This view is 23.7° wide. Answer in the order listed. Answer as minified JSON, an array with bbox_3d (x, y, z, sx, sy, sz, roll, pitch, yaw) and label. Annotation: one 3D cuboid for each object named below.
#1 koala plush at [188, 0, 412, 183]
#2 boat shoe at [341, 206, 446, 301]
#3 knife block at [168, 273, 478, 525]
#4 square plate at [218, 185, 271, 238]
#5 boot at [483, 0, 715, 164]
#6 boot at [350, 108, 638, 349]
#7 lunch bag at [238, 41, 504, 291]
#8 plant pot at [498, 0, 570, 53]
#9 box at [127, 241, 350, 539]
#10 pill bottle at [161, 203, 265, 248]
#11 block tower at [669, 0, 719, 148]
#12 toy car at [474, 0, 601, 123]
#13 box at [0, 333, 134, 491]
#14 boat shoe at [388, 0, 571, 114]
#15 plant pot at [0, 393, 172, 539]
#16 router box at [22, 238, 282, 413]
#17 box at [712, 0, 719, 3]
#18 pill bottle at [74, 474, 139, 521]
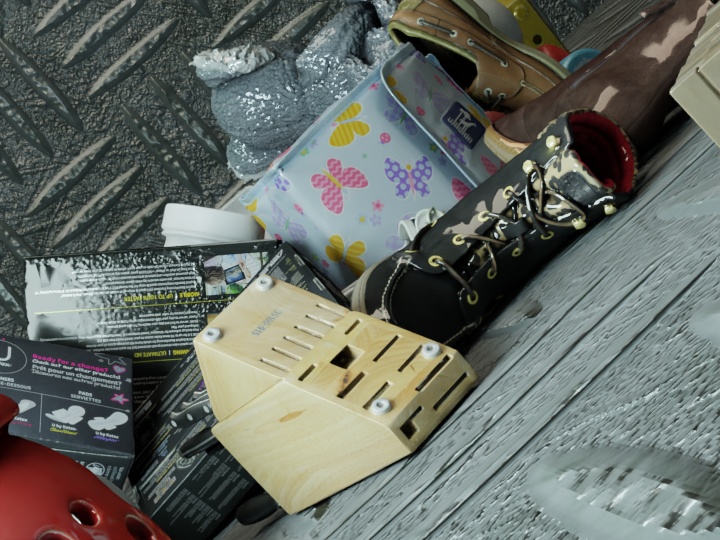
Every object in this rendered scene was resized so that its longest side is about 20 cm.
[{"bbox_3d":[-0.045,-0.167,1.550,0.200,0.178,0.184,-13,47,1],"label":"koala plush"},{"bbox_3d":[0.056,-0.016,1.282,0.200,0.067,0.074,-43,4,-17],"label":"boat shoe"},{"bbox_3d":[-0.023,0.097,0.968,0.200,0.176,0.064,20,50,33],"label":"knife block"},{"bbox_3d":[-0.077,0.020,1.540,0.198,0.200,0.028,-45,-27,-41],"label":"square plate"},{"bbox_3d":[0.173,-0.123,1.192,0.166,0.072,0.200,-48,15,3],"label":"boot"},{"bbox_3d":[0.084,-0.019,1.028,0.151,0.073,0.200,-40,-1,29],"label":"boot"},{"bbox_3d":[0.033,-0.073,1.383,0.200,0.170,0.127,-43,4,-25],"label":"lunch bag"},{"bbox_3d":[0.170,-0.271,2.249,0.195,0.194,0.200,-42,12,-10],"label":"plant pot"},{"bbox_3d":[-0.086,0.085,1.219,0.200,0.044,0.160,-49,23,2],"label":"box"},{"bbox_3d":[-0.135,0.050,1.411,0.112,0.112,0.200,166,113,-83],"label":"pill bottle"},{"bbox_3d":[0.210,-0.114,0.897,0.054,0.058,0.200,-40,6,26],"label":"block tower"},{"bbox_3d":[0.111,-0.184,1.638,0.177,0.200,0.184,-43,3,-16],"label":"toy car"},{"bbox_3d":[-0.250,0.159,1.252,0.115,0.132,0.200,-102,29,-52],"label":"box"},{"bbox_3d":[0.110,-0.162,1.456,0.068,0.200,0.072,-50,-6,-33],"label":"boat shoe"},{"bbox_3d":[-0.207,0.177,0.926,0.200,0.183,0.200,-40,2,2],"label":"plant pot"},{"bbox_3d":[-0.156,0.056,1.328,0.200,0.149,0.051,-4,0,2],"label":"router box"},{"bbox_3d":[0.243,-0.172,1.303,0.193,0.048,0.200,-37,6,41],"label":"box"},{"bbox_3d":[-0.233,0.227,1.152,0.200,0.111,0.111,-42,3,8],"label":"pill bottle"}]
